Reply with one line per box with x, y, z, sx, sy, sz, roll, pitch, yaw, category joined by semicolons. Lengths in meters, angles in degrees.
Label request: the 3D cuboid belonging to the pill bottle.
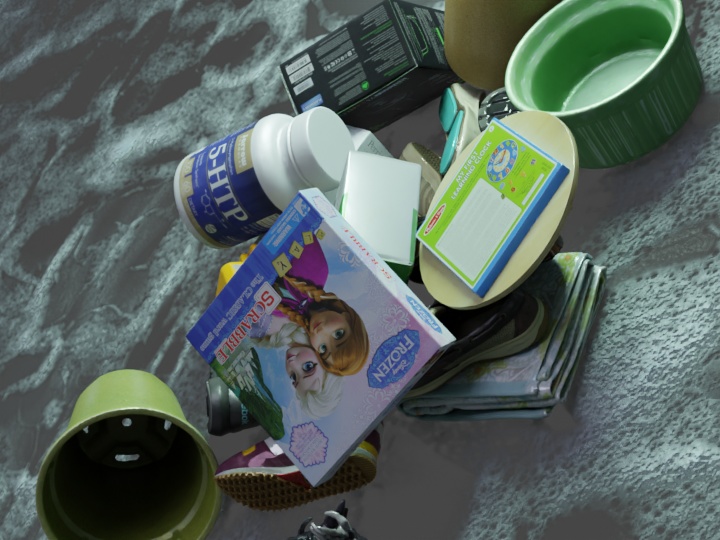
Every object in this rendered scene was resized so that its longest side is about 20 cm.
-0.107;-0.110;1.408;0.198;0.120;0.121;-21;41;33;pill bottle

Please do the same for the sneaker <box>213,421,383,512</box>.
-0.062;0.188;1.278;0.197;0.075;0.091;-14;42;27;sneaker

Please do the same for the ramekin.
0.260;-0.203;1.291;0.198;0.098;0.202;-24;39;22;ramekin

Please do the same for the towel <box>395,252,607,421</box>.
0.137;0.066;1.208;0.198;0.048;0.173;-7;47;44;towel

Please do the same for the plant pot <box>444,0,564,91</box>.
0.173;-0.343;1.400;0.183;0.201;0.188;-7;49;8;plant pot

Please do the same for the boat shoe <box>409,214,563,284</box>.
0.118;-0.014;1.216;0.199;0.075;0.073;-6;52;54;boat shoe

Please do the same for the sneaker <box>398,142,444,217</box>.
0.089;-0.069;1.398;0.076;0.070;0.201;-61;30;21;sneaker

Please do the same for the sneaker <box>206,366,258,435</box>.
-0.129;0.146;1.359;0.078;0.077;0.200;-4;4;-6;sneaker

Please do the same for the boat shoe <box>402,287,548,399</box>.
0.081;0.061;1.170;0.198;0.065;0.074;-28;37;26;boat shoe

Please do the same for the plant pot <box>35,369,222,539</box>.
-0.261;0.208;1.387;0.200;0.201;0.184;-42;22;5;plant pot

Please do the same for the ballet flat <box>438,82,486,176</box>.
0.128;-0.160;1.423;0.069;0.070;0.201;-30;27;21;ballet flat

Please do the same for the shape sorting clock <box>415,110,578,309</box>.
0.127;-0.056;1.144;0.199;0.039;0.203;-31;46;37;shape sorting clock

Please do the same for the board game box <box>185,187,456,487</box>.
-0.043;0.064;1.168;0.201;0.200;0.041;-50;-14;23;board game box

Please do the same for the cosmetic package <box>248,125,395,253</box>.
-0.033;-0.065;1.479;0.074;0.102;0.201;20;72;53;cosmetic package

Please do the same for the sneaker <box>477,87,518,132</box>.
0.161;-0.107;1.331;0.074;0.080;0.202;-6;49;29;sneaker

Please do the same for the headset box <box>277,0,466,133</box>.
0.027;-0.248;1.528;0.172;0.199;0.094;-26;83;26;headset box

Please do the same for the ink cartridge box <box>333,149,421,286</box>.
0.000;0.000;1.292;0.202;0.082;0.148;107;172;-46;ink cartridge box

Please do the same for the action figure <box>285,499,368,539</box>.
-0.032;0.279;1.121;0.120;0.101;0.199;-59;36;0;action figure

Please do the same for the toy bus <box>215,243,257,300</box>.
-0.106;0.049;1.327;0.201;0.077;0.066;-118;35;-51;toy bus
